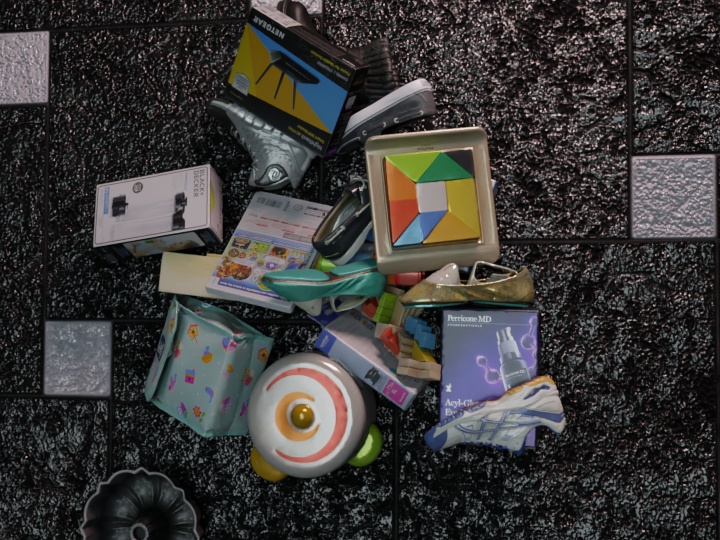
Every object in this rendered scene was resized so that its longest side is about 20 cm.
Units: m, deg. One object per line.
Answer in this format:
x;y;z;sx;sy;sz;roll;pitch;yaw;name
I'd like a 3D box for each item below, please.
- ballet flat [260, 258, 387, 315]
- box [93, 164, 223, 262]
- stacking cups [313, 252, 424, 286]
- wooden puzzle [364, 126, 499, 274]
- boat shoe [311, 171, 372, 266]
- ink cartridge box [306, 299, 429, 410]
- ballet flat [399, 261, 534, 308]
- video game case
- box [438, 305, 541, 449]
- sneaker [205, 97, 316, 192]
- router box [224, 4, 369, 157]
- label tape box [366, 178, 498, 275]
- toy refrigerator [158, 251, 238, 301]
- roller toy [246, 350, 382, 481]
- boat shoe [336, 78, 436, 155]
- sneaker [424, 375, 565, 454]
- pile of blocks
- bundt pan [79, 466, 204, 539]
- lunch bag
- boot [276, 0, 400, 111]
-0.048;0.029;1.487;0.197;0.067;0.071;-7;106;-24;ballet flat
-0.321;-0.091;1.629;0.197;0.060;0.118;-8;64;11;box
0.000;0.000;1.574;0.197;0.060;0.061;8;89;13;stacking cups
0.105;-0.103;1.488;0.182;0.037;0.203;-6;88;-4;wooden puzzle
0.001;-0.103;1.528;0.075;0.060;0.201;18;74;54;boat shoe
0.012;0.122;1.538;0.199;0.119;0.042;37;112;10;ink cartridge box
0.153;0.020;1.477;0.197;0.071;0.072;-1;87;-5;ballet flat
-0.134;-0.032;1.565;0.141;0.018;0.201;13;54;16;video game case
0.192;0.154;1.508;0.146;0.104;0.203;0;88;12;box
-0.174;-0.188;1.612;0.198;0.075;0.117;25;91;11;sneaker
-0.098;-0.286;1.539;0.199;0.051;0.150;33;120;18;router box
0.094;-0.093;1.560;0.197;0.063;0.146;18;91;11;label tape box
-0.210;0.010;1.612;0.197;0.076;0.071;7;89;12;toy refrigerator
-0.076;0.215;1.542;0.197;0.140;0.185;-10;85;11;roller toy
0.034;-0.215;1.553;0.199;0.070;0.067;-27;80;29;boat shoe
0.188;0.221;1.415;0.198;0.075;0.089;-24;84;10;sneaker
0.056;0.083;1.511;0.083;0.062;0.200;-57;42;19;pile of blocks
-0.337;0.409;1.619;0.199;0.076;0.205;0;88;11;bundt pan
-0.252;0.143;1.588;0.199;0.121;0.173;24;100;35;lunch bag
-0.031;-0.341;1.586;0.156;0.079;0.214;-19;94;17;boot
